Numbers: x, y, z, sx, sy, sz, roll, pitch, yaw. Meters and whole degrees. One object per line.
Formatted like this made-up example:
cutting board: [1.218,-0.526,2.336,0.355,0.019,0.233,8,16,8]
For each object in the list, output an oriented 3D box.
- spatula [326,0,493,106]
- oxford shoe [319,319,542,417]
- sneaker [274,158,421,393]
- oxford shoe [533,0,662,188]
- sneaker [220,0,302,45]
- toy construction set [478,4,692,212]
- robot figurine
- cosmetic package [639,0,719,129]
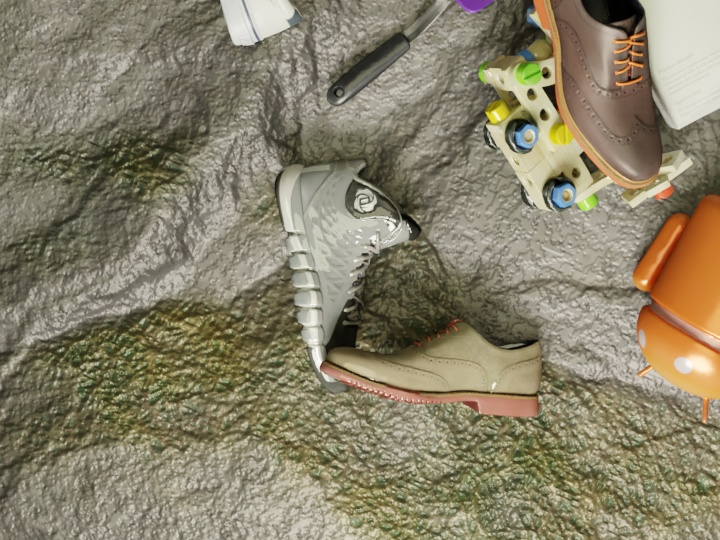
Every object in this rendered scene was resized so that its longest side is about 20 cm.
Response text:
spatula: [0.049,-0.207,1.142,0.200,0.021,0.057,-41,79,13]
oxford shoe: [0.062,0.076,1.142,0.199,0.070,0.075,9,92,-21]
sneaker: [0.000,0.000,1.152,0.115,0.075,0.202,-11,95,6]
oxford shoe: [0.188,-0.159,1.030,0.071,0.072,0.201,-24,95,-19]
sneaker: [-0.100,-0.294,1.132,0.070,0.073,0.201,-16,105,0]
toy construction set: [0.175,-0.125,1.111,0.131,0.092,0.200,-42,99,-15]
robot figurine: [0.301,0.019,1.094,0.143,0.117,0.201,28,100,2]
cosmetic package: [0.255,-0.227,1.087,0.112,0.081,0.201,-26,93,9]
